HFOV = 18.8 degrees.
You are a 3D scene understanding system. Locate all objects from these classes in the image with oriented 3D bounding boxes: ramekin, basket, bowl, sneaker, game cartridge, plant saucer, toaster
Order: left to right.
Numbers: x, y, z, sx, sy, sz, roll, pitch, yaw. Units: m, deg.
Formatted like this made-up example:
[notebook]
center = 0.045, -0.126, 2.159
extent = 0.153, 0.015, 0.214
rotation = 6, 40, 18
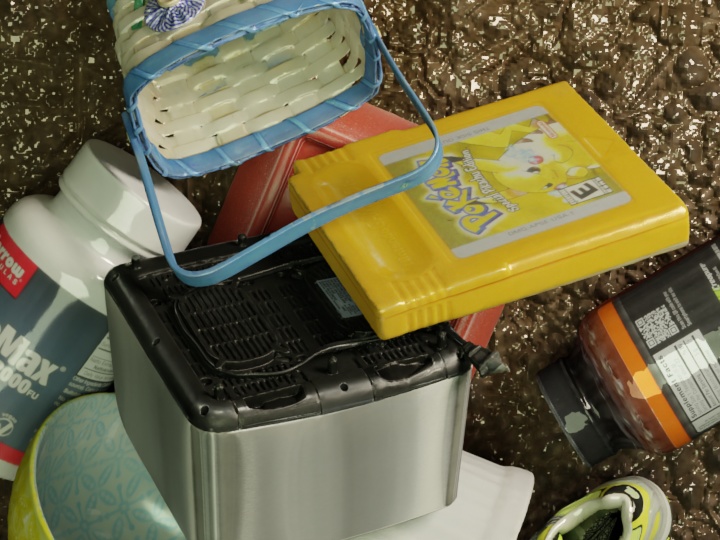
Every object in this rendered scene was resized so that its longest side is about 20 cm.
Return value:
[bowl]
center = -0.145, 0.185, 1.346
extent = 0.200, 0.200, 0.108
rotation = 38, 120, -9
[basket]
center = -0.064, -0.105, 1.311
extent = 0.175, 0.139, 0.201
rotation = -26, 68, -2
[toaster]
center = -0.038, 0.069, 1.297
extent = 0.180, 0.200, 0.119
rotation = -13, 125, -21
[plant saucer]
center = 0.000, 0.000, 1.420
extent = 0.198, 0.037, 0.201
rotation = 22, 103, -5
[ramekin]
center = 0.025, 0.199, 1.390
extent = 0.097, 0.200, 0.202
rotation = 27, 102, 2
[game cartridge]
center = 0.071, -0.042, 1.315
extent = 0.199, 0.176, 0.033
rotation = -16, 126, -15
[sneaker]
center = 0.118, 0.207, 1.439
extent = 0.200, 0.076, 0.075
rotation = -48, 66, 4

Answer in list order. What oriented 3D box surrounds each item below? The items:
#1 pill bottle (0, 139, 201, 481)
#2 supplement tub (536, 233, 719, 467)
[pill bottle]
center = -0.195, 0.022, 1.383
extent = 0.119, 0.120, 0.201
rotation = 35, 101, -8
[supplement tub]
center = 0.214, 0.047, 1.396
extent = 0.199, 0.107, 0.107
rotation = -30, 102, 8
